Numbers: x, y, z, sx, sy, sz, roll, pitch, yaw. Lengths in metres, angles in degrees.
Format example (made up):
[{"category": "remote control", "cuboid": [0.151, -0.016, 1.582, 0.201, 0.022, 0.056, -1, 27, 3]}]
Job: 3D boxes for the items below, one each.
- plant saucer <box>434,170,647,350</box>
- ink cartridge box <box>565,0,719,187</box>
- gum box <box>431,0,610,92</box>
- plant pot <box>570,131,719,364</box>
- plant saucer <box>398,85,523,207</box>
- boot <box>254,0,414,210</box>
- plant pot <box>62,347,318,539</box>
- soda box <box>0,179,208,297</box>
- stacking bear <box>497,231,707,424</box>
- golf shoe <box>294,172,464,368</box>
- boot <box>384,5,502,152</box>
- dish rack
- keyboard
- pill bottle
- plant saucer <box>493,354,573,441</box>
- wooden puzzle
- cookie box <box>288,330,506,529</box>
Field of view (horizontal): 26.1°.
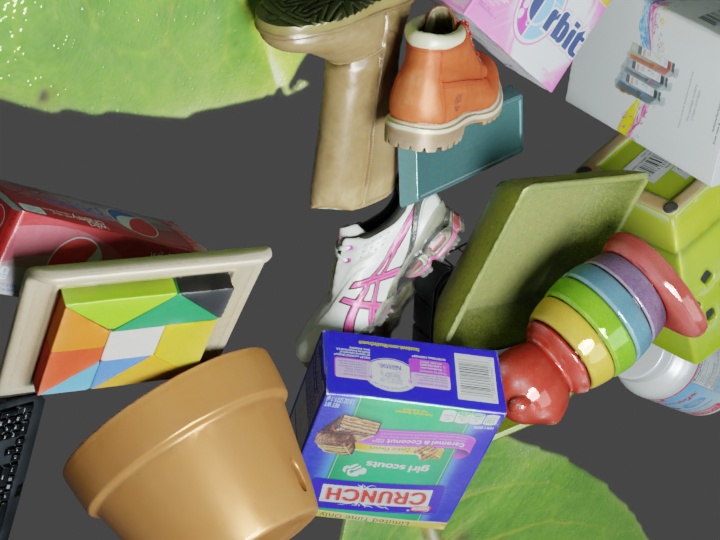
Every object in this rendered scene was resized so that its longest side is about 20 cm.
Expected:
[{"category": "plant saucer", "cuboid": [0.159, -0.017, 1.470, 0.199, 0.048, 0.201, -8, 132, -46]}, {"category": "ink cartridge box", "cuboid": [0.325, -0.201, 1.508, 0.145, 0.200, 0.146, -19, 133, -36]}, {"category": "gum box", "cuboid": [0.138, -0.252, 1.367, 0.114, 0.066, 0.200, -57, 147, 4]}, {"category": "plant pot", "cuboid": [0.334, -0.055, 1.635, 0.200, 0.199, 0.182, -39, 133, -19]}, {"category": "plant saucer", "cuboid": [0.096, -0.116, 1.426, 0.199, 0.019, 0.071, -26, 120, -49]}, {"category": "boot", "cuboid": [-0.021, -0.138, 1.293, 0.174, 0.066, 0.201, -21, 132, -38]}, {"category": "plant pot", "cuboid": [-0.126, 0.177, 1.290, 0.199, 0.141, 0.200, -32, 167, -8]}, {"category": "soda box", "cuboid": [-0.210, -0.012, 1.189, 0.199, 0.063, 0.070, 14, 107, -50]}, {"category": "stacking bear", "cuboid": [0.203, 0.067, 1.451, 0.200, 0.121, 0.114, -40, 115, -14]}, {"category": "golf shoe", "cuboid": [0.000, 0.000, 1.430, 0.092, 0.073, 0.200, 41, 90, -20]}, {"category": "boot", "cuboid": [0.079, -0.177, 1.329, 0.200, 0.074, 0.108, -45, 142, -63]}, {"category": "dish rack", "cuboid": [0.132, 0.027, 1.588, 0.199, 0.054, 0.154, -26, 134, -33]}, {"category": "keyboard", "cuboid": [-0.308, 0.192, 1.240, 0.104, 0.040, 0.201, -9, 128, -42]}, {"category": "pill bottle", "cuboid": [0.369, 0.106, 1.853, 0.199, 0.109, 0.109, 20, 102, -51]}, {"category": "plant saucer", "cuboid": [0.146, 0.132, 1.579, 0.198, 0.048, 0.200, -20, 162, -20]}, {"category": "wooden puzzle", "cuboid": [-0.175, 0.046, 1.184, 0.184, 0.037, 0.200, -6, 153, -26]}, {"category": "cookie box", "cuboid": [0.024, 0.152, 1.438, 0.170, 0.076, 0.201, 7, 139, -12]}]
